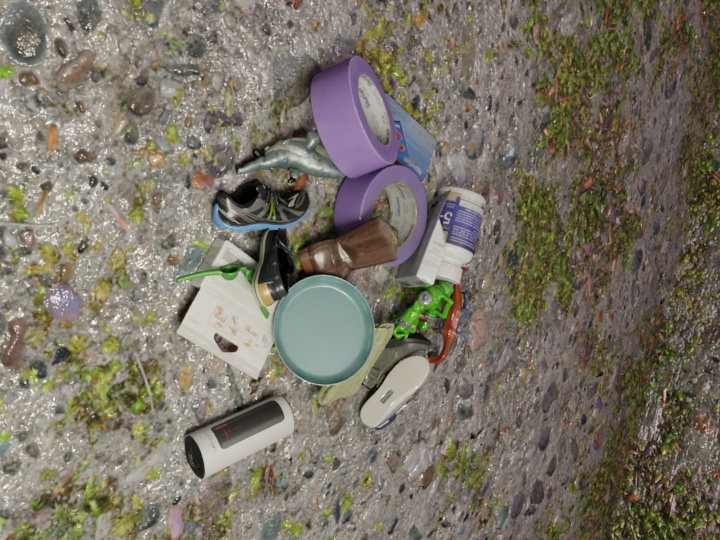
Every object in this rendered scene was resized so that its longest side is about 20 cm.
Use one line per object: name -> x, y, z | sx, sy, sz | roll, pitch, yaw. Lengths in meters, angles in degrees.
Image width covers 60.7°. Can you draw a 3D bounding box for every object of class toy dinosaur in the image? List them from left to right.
toy dinosaur -> 0.205, 0.125, 1.471 | 0.183, 0.102, 0.203 | -58, 141, -39

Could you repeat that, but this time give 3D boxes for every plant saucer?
plant saucer -> -0.069, 0.112, 1.156 | 0.194, 0.027, 0.207 | 4, 77, -16

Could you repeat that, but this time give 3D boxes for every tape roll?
tape roll -> -0.008, -0.282, 1.140 | 0.200, 0.083, 0.205 | 44, 38, -48
tape roll -> 0.044, -0.117, 1.281 | 0.196, 0.084, 0.207 | -11, 107, -40

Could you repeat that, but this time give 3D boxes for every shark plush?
shark plush -> -0.123, -0.196, 1.101 | 0.196, 0.090, 0.086 | -8, 76, -36

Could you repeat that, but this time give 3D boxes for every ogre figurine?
ogre figurine -> 0.151, 0.084, 1.402 | 0.196, 0.099, 0.121 | 5, 132, -43

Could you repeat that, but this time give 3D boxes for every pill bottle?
pill bottle -> 0.212, -0.080, 1.429 | 0.118, 0.118, 0.206 | 20, 82, -43

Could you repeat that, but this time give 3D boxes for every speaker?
speaker -> -0.221, 0.304, 1.134 | 0.197, 0.080, 0.084 | -17, 111, -39

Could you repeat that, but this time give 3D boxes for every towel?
towel -> -0.006, 0.190, 1.270 | 0.202, 0.036, 0.147 | -57, 158, 14

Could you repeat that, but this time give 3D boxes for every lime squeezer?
lime squeezer -> -0.218, 0.019, 1.053 | 0.071, 0.038, 0.198 | -49, 136, 13

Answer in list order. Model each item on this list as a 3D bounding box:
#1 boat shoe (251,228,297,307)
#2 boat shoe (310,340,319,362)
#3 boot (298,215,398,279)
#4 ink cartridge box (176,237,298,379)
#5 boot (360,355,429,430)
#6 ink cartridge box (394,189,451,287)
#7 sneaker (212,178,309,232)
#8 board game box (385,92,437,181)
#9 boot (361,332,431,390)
boat shoe -> -0.144, -0.015, 1.087 | 0.202, 0.061, 0.076 | -87, 158, -53
boat shoe -> -0.065, 0.151, 1.257 | 0.199, 0.068, 0.073 | -23, 99, -60
boot -> 0.000, 0.000, 1.203 | 0.065, 0.195, 0.189 | -87, 154, -55
ink cartridge box -> -0.222, 0.071, 1.104 | 0.199, 0.044, 0.180 | 41, 70, -40
boot -> 0.084, 0.278, 1.397 | 0.199, 0.073, 0.090 | -42, 153, 0
ink cartridge box -> 0.151, -0.065, 1.354 | 0.046, 0.160, 0.205 | 25, 81, -10
sneaker -> -0.168, -0.120, 1.090 | 0.196, 0.070, 0.085 | -13, 124, -38
board game box -> 0.092, -0.287, 1.343 | 0.198, 0.019, 0.106 | 30, 77, -43
boot -> 0.074, 0.205, 1.418 | 0.196, 0.067, 0.134 | 5, 108, -44
